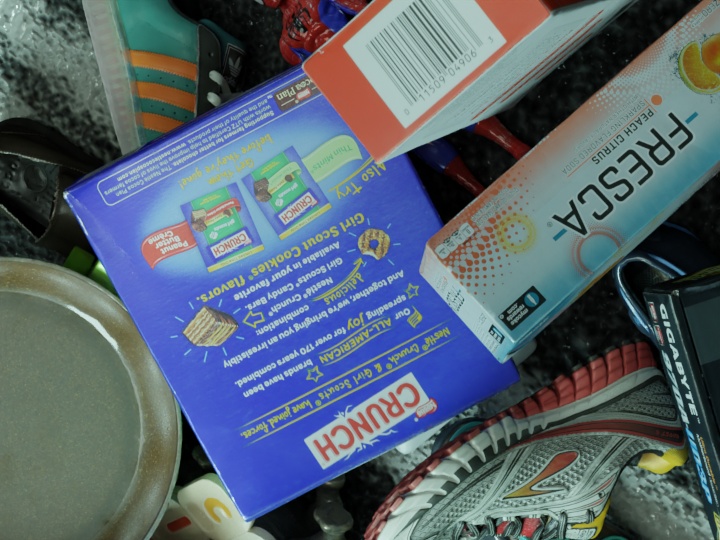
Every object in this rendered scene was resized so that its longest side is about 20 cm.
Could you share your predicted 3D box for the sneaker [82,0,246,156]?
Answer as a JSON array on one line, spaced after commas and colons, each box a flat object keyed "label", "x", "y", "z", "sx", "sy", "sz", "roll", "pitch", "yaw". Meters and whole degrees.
[{"label": "sneaker", "x": -0.099, "y": -0.098, "z": 0.941, "sx": 0.080, "sy": 0.071, "sz": 0.201, "roll": -20, "pitch": 79, "yaw": 8}]

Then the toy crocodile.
[{"label": "toy crocodile", "x": -0.171, "y": 0.039, "z": 0.988, "sx": 0.067, "sy": 0.062, "sz": 0.200, "roll": 33, "pitch": 147, "yaw": -14}]

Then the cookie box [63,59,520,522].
[{"label": "cookie box", "x": -0.036, "y": 0.005, "z": 0.874, "sx": 0.171, "sy": 0.075, "sz": 0.200, "roll": -27, "pitch": 99, "yaw": 3}]

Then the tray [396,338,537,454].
[{"label": "tray", "x": 0.000, "y": 0.000, "z": 0.947, "sx": 0.107, "sy": 0.022, "sz": 0.200, "roll": -41, "pitch": 83, "yaw": 17}]

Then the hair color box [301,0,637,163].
[{"label": "hair color box", "x": 0.065, "y": -0.123, "z": 0.801, "sx": 0.111, "sy": 0.200, "sz": 0.064, "roll": -40, "pitch": 84, "yaw": 26}]

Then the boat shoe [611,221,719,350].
[{"label": "boat shoe", "x": 0.198, "y": 0.064, "z": 0.853, "sx": 0.200, "sy": 0.069, "sz": 0.084, "roll": 42, "pitch": 114, "yaw": 11}]

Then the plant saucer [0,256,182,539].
[{"label": "plant saucer", "x": -0.200, "y": 0.093, "z": 0.903, "sx": 0.199, "sy": 0.032, "sz": 0.201, "roll": 0, "pitch": 90, "yaw": -18}]

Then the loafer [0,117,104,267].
[{"label": "loafer", "x": -0.166, "y": -0.027, "z": 0.998, "sx": 0.200, "sy": 0.071, "sz": 0.073, "roll": 25, "pitch": 110, "yaw": 17}]

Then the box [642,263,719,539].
[{"label": "box", "x": 0.252, "y": 0.055, "z": 0.784, "sx": 0.199, "sy": 0.046, "sz": 0.160, "roll": -17, "pitch": 93, "yaw": -8}]

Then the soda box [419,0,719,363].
[{"label": "soda box", "x": 0.124, "y": -0.046, "z": 0.815, "sx": 0.200, "sy": 0.064, "sz": 0.068, "roll": -41, "pitch": 81, "yaw": -8}]

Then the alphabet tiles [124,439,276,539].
[{"label": "alphabet tiles", "x": -0.097, "y": 0.188, "z": 0.996, "sx": 0.200, "sy": 0.015, "sz": 0.195, "roll": 51, "pitch": 141, "yaw": -6}]

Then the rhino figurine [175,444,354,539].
[{"label": "rhino figurine", "x": -0.090, "y": 0.133, "z": 1.002, "sx": 0.200, "sy": 0.060, "sz": 0.088, "roll": 26, "pitch": 129, "yaw": 20}]

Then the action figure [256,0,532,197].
[{"label": "action figure", "x": 0.011, "y": -0.107, "z": 0.918, "sx": 0.200, "sy": 0.052, "sz": 0.066, "roll": 41, "pitch": 119, "yaw": 14}]

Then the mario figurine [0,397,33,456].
[{"label": "mario figurine", "x": -0.242, "y": 0.128, "z": 1.001, "sx": 0.200, "sy": 0.123, "sz": 0.106, "roll": 121, "pitch": 147, "yaw": -58}]

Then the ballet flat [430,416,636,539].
[{"label": "ballet flat", "x": 0.114, "y": 0.164, "z": 0.918, "sx": 0.200, "sy": 0.073, "sz": 0.073, "roll": 45, "pitch": 115, "yaw": 8}]

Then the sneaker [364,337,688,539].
[{"label": "sneaker", "x": 0.089, "y": 0.112, "z": 0.855, "sx": 0.200, "sy": 0.078, "sz": 0.082, "roll": -28, "pitch": 81, "yaw": -15}]
